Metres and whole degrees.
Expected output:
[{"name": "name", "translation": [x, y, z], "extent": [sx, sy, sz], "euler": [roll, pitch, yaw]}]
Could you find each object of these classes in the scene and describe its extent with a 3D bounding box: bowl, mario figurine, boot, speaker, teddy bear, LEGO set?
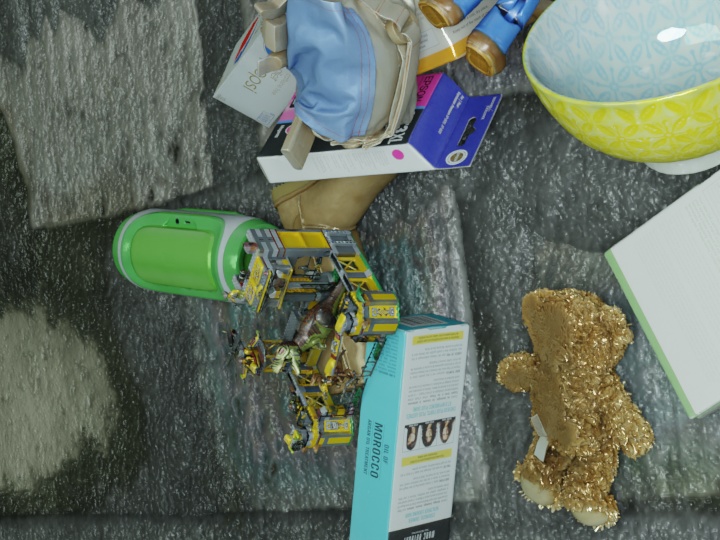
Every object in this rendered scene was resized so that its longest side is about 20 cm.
[{"name": "bowl", "translation": [0.224, -0.134, 1.068], "extent": [0.199, 0.200, 0.108], "euler": [18, 143, 43]}, {"name": "mario figurine", "translation": [0.140, -0.242, 1.153], "extent": [0.200, 0.124, 0.106], "euler": [-44, 39, -4]}, {"name": "boot", "translation": [0.000, 0.000, 1.366], "extent": [0.175, 0.066, 0.202], "euler": [-25, 77, 51]}, {"name": "speaker", "translation": [-0.161, -0.016, 1.508], "extent": [0.199, 0.088, 0.089], "euler": [7, 98, 45]}, {"name": "teddy bear", "translation": [0.172, 0.109, 1.205], "extent": [0.145, 0.066, 0.202], "euler": [-4, 97, 55]}, {"name": "LEGO set", "translation": [-0.061, 0.058, 1.290], "extent": [0.201, 0.115, 0.155], "euler": [-63, 37, 41]}]

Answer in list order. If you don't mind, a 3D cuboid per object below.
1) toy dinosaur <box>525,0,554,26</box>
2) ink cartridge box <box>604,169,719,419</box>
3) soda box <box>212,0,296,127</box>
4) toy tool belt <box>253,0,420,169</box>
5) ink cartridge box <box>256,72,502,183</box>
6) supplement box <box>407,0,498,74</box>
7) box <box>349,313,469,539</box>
[{"name": "toy dinosaur", "translation": [0.123, -0.219, 1.234], "extent": [0.199, 0.060, 0.107], "euler": [4, 117, 53]}, {"name": "ink cartridge box", "translation": [0.284, -0.003, 1.084], "extent": [0.200, 0.048, 0.146], "euler": [-40, 66, 38]}, {"name": "soda box", "translation": [-0.064, -0.207, 1.354], "extent": [0.200, 0.063, 0.069], "euler": [-38, 28, 59]}, {"name": "toy tool belt", "translation": [-0.022, -0.183, 1.154], "extent": [0.124, 0.123, 0.201], "euler": [29, 139, 37]}, {"name": "ink cartridge box", "translation": [0.015, -0.122, 1.286], "extent": [0.198, 0.095, 0.037], "euler": [-1, 134, 30]}, {"name": "supplement box", "translation": [0.022, -0.258, 1.216], "extent": [0.126, 0.073, 0.201], "euler": [-12, 108, 57]}, {"name": "box", "translation": [0.042, 0.142, 1.317], "extent": [0.049, 0.082, 0.202], "euler": [15, 104, 45]}]
